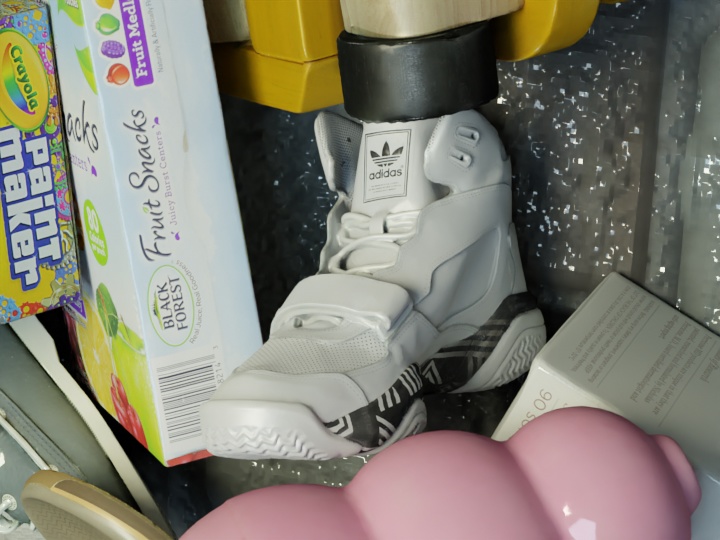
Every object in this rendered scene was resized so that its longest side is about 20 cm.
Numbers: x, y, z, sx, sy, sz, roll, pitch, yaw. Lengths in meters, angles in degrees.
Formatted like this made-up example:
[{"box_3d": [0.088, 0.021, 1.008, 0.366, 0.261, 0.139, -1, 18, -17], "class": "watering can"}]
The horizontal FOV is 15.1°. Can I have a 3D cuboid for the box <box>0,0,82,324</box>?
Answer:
[{"box_3d": [-0.246, -0.039, 1.056, 0.200, 0.192, 0.122, 15, 116, 51], "class": "box"}]

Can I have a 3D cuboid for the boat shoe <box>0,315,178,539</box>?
[{"box_3d": [-0.130, 0.082, 1.121, 0.062, 0.073, 0.200, -33, 74, -10], "class": "boat shoe"}]

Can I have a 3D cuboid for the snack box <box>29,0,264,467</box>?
[{"box_3d": [-0.091, -0.038, 1.069, 0.053, 0.142, 0.201, -14, 106, -18], "class": "snack box"}]

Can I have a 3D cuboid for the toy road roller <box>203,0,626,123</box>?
[{"box_3d": [0.022, -0.133, 1.023, 0.200, 0.146, 0.123, 17, 119, 56], "class": "toy road roller"}]

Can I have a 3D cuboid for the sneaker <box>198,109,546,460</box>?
[{"box_3d": [0.000, 0.000, 1.018, 0.075, 0.200, 0.115, -2, 101, 33], "class": "sneaker"}]

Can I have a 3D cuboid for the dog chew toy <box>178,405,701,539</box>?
[{"box_3d": [0.026, 0.114, 0.942, 0.200, 0.125, 0.125, -26, 98, -6], "class": "dog chew toy"}]

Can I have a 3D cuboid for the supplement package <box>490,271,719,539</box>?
[{"box_3d": [0.140, 0.113, 1.041, 0.200, 0.117, 0.117, 32, 114, 8], "class": "supplement package"}]

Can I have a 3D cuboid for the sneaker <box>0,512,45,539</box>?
[{"box_3d": [-0.202, 0.094, 1.182, 0.199, 0.088, 0.076, 4, 107, 18], "class": "sneaker"}]

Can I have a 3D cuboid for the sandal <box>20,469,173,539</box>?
[{"box_3d": [-0.071, 0.163, 1.033, 0.200, 0.054, 0.080, 58, 152, -3], "class": "sandal"}]
